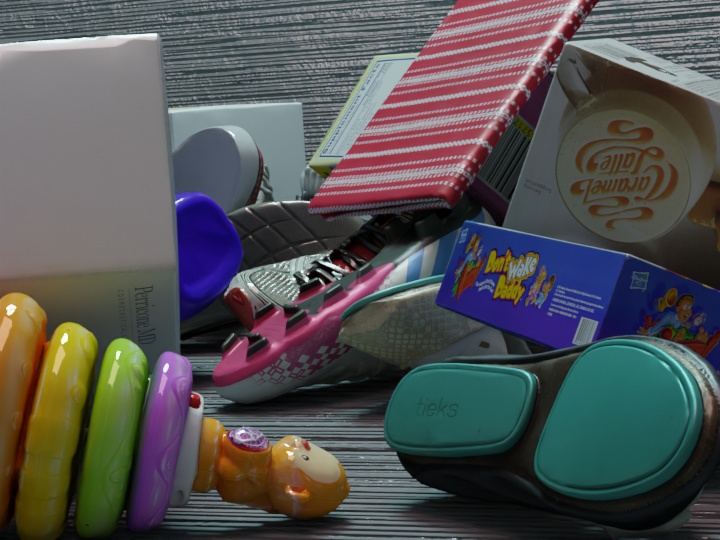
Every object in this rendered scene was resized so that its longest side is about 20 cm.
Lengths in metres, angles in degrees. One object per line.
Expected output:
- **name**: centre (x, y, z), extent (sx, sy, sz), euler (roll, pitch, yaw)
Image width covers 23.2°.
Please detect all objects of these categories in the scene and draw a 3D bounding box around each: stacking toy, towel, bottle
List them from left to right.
- **stacking toy**: centre (-0.100, 0.065, 0.676), extent (0.198, 0.111, 0.116), euler (11, 15, -6)
- **bottle**: centre (-0.160, 0.013, 1.083), extent (0.199, 0.066, 0.084), euler (-21, 19, 43)
- **towel**: centre (0.063, -0.107, 1.054), extent (0.144, 0.023, 0.201), euler (-4, 45, 55)

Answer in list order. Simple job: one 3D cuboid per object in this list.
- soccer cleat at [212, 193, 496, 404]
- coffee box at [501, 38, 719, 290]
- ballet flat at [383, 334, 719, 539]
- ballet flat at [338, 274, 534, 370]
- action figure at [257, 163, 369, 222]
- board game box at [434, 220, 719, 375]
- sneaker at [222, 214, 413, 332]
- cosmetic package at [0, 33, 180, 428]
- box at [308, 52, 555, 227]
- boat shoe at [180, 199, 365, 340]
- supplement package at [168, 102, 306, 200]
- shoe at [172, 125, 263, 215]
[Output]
- **soccer cleat**: centre (0.011, 0.034, 0.976), extent (0.199, 0.087, 0.070), euler (-34, 15, -27)
- **coffee box**: centre (0.192, -0.038, 0.946), extent (0.199, 0.115, 0.080), euler (26, 18, 22)
- **ballet flat**: centre (0.084, 0.063, 0.644), extent (0.072, 0.074, 0.199), euler (-7, 2, -29)
- **ballet flat**: centre (0.075, 0.030, 0.943), extent (0.199, 0.063, 0.067), euler (-12, -18, -42)
- **action figure**: centre (-0.062, -0.045, 1.541), extent (0.118, 0.103, 0.199), euler (7, 9, 43)
- **board game box**: centre (0.128, 0.028, 0.781), extent (0.133, 0.045, 0.200), euler (21, -1, -16)
- **sneaker**: centre (0.000, 0.000, 1.061), extent (0.199, 0.083, 0.078), euler (-12, 45, -43)
- **cosmetic package**: centre (-0.185, -0.005, 0.828), extent (0.198, 0.124, 0.200), euler (-6, -23, -8)
- **box**: centre (0.092, -0.059, 1.190), extent (0.175, 0.097, 0.199), euler (38, -13, -26)
- **boat shoe**: centre (-0.083, 0.001, 1.162), extent (0.198, 0.075, 0.073), euler (-14, -3, 12)
- **supplement package**: centre (-0.166, -0.078, 1.656), extent (0.151, 0.152, 0.199), euler (-8, 8, -39)
- **shoe**: centre (-0.099, -0.032, 1.240), extent (0.090, 0.072, 0.200), euler (-5, -33, -38)
